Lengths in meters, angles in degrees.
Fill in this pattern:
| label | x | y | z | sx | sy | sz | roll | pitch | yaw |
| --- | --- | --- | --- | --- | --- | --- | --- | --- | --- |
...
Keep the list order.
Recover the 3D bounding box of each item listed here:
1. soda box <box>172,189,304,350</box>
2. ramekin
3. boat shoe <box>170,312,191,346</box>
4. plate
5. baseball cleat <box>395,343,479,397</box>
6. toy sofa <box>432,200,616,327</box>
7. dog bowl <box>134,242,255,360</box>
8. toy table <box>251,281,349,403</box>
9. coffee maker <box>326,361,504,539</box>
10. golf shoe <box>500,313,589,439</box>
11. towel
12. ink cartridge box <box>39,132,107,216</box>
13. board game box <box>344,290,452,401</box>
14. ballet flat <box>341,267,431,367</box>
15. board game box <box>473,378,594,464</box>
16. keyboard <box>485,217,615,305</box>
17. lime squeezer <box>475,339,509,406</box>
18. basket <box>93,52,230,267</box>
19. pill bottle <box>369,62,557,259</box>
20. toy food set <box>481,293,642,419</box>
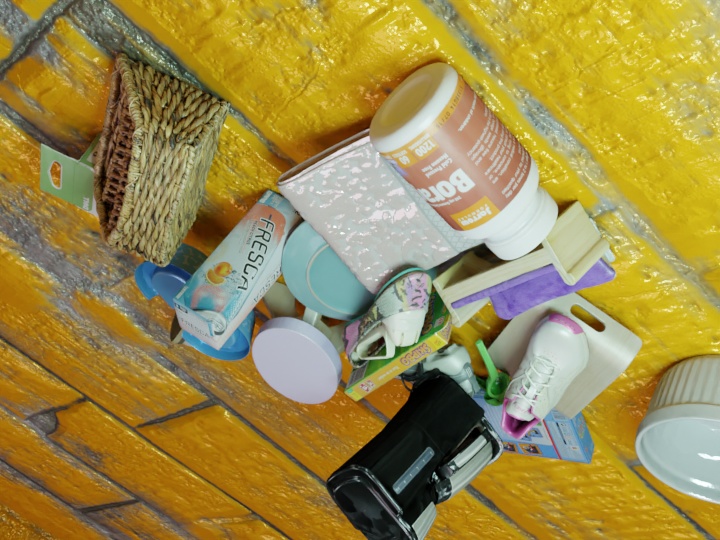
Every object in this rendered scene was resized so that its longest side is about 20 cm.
| label | x | y | z | sx | sy | sz | roll | pitch | yaw |
| --- | --- | --- | --- | --- | --- | --- | --- | --- | --- |
| soda box | -0.143 | -0.004 | 1.335 | 0.063 | 0.201 | 0.069 | 27 | 150 | 18 |
| ramekin | 0.443 | 0.192 | 1.321 | 0.198 | 0.106 | 0.201 | 17 | 146 | 12 |
| boat shoe | -0.216 | 0.057 | 1.601 | 0.068 | 0.076 | 0.200 | 16 | 150 | -24 |
| plate | 0.000 | 0.000 | 1.342 | 0.197 | 0.026 | 0.202 | -1 | 132 | -1 |
| baseball cleat | 0.087 | 0.151 | 1.484 | 0.199 | 0.069 | 0.107 | -10 | 106 | 61 |
| toy sofa | 0.184 | 0.009 | 1.225 | 0.199 | 0.083 | 0.098 | -26 | 98 | 50 |
| dog bowl | -0.217 | 0.040 | 1.468 | 0.111 | 0.050 | 0.201 | -10 | 130 | 37 |
| toy table | -0.069 | 0.089 | 1.498 | 0.182 | 0.118 | 0.200 | 25 | 148 | -1 |
| coffee maker | 0.052 | 0.232 | 1.376 | 0.191 | 0.200 | 0.135 | 38 | 140 | 18 |
| golf shoe | 0.219 | 0.133 | 1.305 | 0.075 | 0.092 | 0.201 | 29 | 144 | 16 |
| towel | 0.034 | -0.071 | 1.232 | 0.190 | 0.032 | 0.200 | -24 | 126 | 26 |
| ink cartridge box | -0.320 | -0.113 | 1.430 | 0.198 | 0.060 | 0.104 | 26 | 147 | -2 |
| board game box | 0.058 | 0.086 | 1.366 | 0.030 | 0.096 | 0.200 | 36 | 133 | -15 |
| ballet flat | 0.035 | 0.068 | 1.322 | 0.068 | 0.072 | 0.200 | 1 | 155 | -28 |
| board game box | 0.223 | 0.214 | 1.557 | 0.198 | 0.037 | 0.152 | 2 | 142 | 29 |
| keyboard | 0.208 | -0.008 | 1.266 | 0.199 | 0.011 | 0.057 | -25 | 94 | 49 |
| lime squeezer | 0.173 | 0.142 | 1.435 | 0.037 | 0.071 | 0.200 | -22 | 163 | -5 |
| basket | -0.260 | -0.120 | 1.265 | 0.148 | 0.143 | 0.201 | 24 | 130 | -2 |
| pill bottle | 0.111 | -0.106 | 1.109 | 0.200 | 0.113 | 0.112 | 43 | 143 | -24 |
| toy food set | 0.250 | 0.097 | 1.370 | 0.143 | 0.061 | 0.201 | 35 | 146 | 5 |
